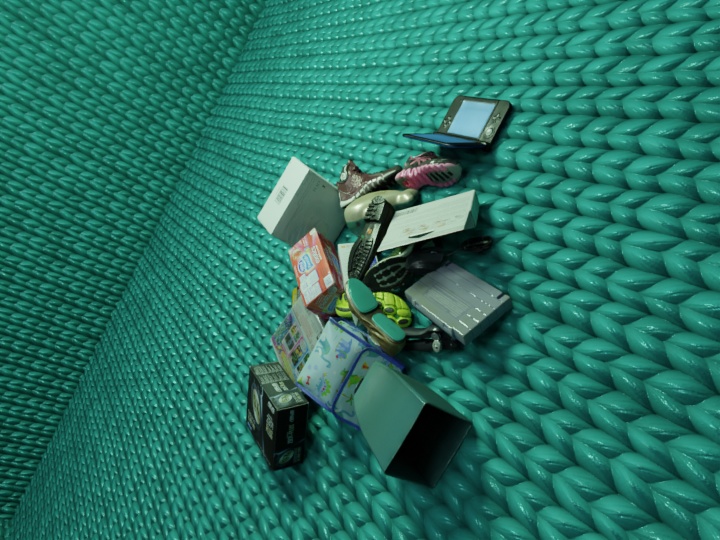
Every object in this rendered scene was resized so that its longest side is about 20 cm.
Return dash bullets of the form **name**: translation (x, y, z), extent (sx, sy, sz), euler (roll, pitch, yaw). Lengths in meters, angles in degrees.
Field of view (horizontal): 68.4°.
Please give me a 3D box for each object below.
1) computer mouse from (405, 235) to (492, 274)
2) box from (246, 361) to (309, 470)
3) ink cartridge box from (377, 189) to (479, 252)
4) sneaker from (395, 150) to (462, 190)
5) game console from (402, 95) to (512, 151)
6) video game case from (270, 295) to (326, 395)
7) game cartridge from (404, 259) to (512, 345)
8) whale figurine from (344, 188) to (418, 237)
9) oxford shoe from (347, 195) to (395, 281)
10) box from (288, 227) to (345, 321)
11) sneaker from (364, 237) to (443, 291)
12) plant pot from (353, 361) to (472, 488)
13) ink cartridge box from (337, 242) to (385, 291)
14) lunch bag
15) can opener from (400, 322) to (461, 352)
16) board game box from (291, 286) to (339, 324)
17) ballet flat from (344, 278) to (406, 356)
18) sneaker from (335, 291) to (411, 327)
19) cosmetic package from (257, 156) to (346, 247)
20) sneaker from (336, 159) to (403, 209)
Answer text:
- **computer mouse**: translation (0.181, -0.040, 1.111), extent (0.193, 0.035, 0.060), euler (-19, 34, 20)
- **box**: translation (-0.208, 0.350, 1.296), extent (0.199, 0.083, 0.170), euler (36, 123, 53)
- **ink cartridge box**: translation (0.146, -0.089, 1.118), extent (0.193, 0.046, 0.178), euler (-13, 29, 28)
- **sneaker**: translation (0.169, -0.253, 1.276), extent (0.196, 0.079, 0.098), euler (3, 58, 49)
- **game console**: translation (0.220, -0.347, 1.225), extent (0.199, 0.116, 0.175), euler (32, 93, 52)
- **video game case**: translation (-0.146, 0.186, 1.333), extent (0.184, 0.023, 0.202), euler (-52, 48, 23)
- **game cartridge**: translation (0.186, 0.058, 1.045), extent (0.128, 0.039, 0.199), euler (-38, 36, -10)
- **whale figurine**: translation (0.056, -0.141, 1.326), extent (0.193, 0.107, 0.159), euler (-13, 16, 22)
- **oxford shoe**: translation (0.033, -0.058, 1.217), extent (0.072, 0.083, 0.206), euler (22, 86, 47)
- **box**: translation (-0.100, 0.009, 1.326), extent (0.099, 0.095, 0.204), euler (-36, 47, 14)
- **sneaker**: translation (0.094, -0.024, 1.206), extent (0.195, 0.079, 0.089), euler (-30, 19, -1)
- **plant pot**: translation (0.080, 0.273, 1.008), extent (0.144, 0.139, 0.199), euler (-57, 34, 5)
- **ink cartridge box**: translation (0.000, 0.000, 1.279), extent (0.203, 0.091, 0.038), euler (-104, 11, -55)
- **lunch bag**: translation (-0.018, 0.227, 1.153), extent (0.196, 0.127, 0.174), euler (32, 95, 16)
- **can opener**: translation (0.132, 0.141, 1.098), extent (0.197, 0.077, 0.066), euler (-20, 92, 46)
- **board game box**: translation (-0.117, 0.116, 1.403), extent (0.163, 0.056, 0.207), euler (-31, 47, 38)
- **ballet flat**: translation (0.023, 0.107, 1.142), extent (0.200, 0.066, 0.074), euler (45, 136, 29)
- **sneaker**: translation (0.036, 0.090, 1.221), extent (0.194, 0.083, 0.077), euler (8, 79, 32)
- **cosmetic package**: translation (-0.147, -0.166, 1.491), extent (0.203, 0.197, 0.123), euler (-57, 41, 7)
- **sneaker**: translation (0.013, -0.256, 1.404), extent (0.195, 0.075, 0.119), euler (-28, 75, 18)
